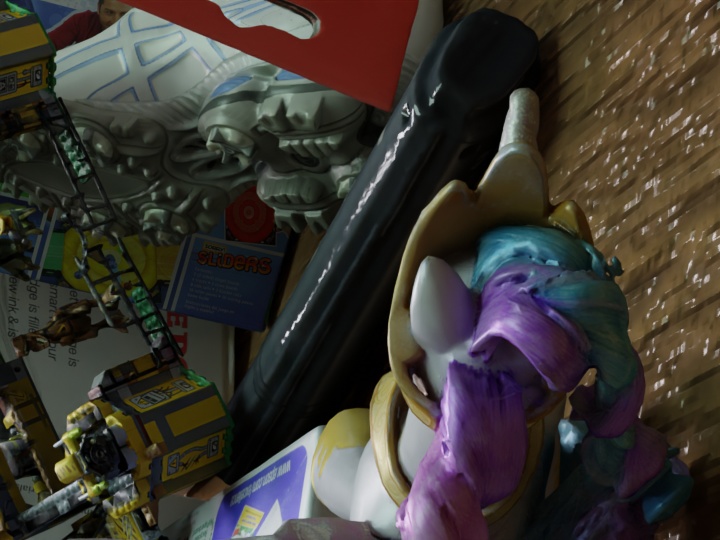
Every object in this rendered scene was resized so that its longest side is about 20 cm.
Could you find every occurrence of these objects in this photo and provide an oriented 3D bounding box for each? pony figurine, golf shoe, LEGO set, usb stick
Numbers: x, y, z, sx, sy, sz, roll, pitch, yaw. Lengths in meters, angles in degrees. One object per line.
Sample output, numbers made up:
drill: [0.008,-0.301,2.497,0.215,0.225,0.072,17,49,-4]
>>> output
pony figurine: [0.005,0.081,0.492,0.200,0.166,0.193,100,-176,-69]
golf shoe: [-0.054,-0.065,0.815,0.200,0.078,0.097,0,57,34]
LEGO set: [-0.145,0.021,0.761,0.154,0.116,0.200,-20,91,49]
usb stick: [0.000,0.000,0.726,0.055,0.033,0.200,-50,-6,-43]

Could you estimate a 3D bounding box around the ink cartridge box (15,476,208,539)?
ink cartridge box: [-0.129,0.180,0.878,0.129,0.125,0.200,146,134,-68]

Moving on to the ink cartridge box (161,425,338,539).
ink cartridge box: [-0.040,0.163,0.729,0.198,0.043,0.200,141,141,-66]

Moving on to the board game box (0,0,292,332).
board game box: [-0.114,-0.065,0.884,0.034,0.200,0.135,-122,48,-71]

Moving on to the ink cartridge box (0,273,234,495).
ink cartridge box: [-0.156,0.009,0.951,0.084,0.200,0.145,130,141,-63]

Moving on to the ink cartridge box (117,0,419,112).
ink cartridge box: [-0.007,-0.158,0.708,0.050,0.109,0.200,135,153,-61]
